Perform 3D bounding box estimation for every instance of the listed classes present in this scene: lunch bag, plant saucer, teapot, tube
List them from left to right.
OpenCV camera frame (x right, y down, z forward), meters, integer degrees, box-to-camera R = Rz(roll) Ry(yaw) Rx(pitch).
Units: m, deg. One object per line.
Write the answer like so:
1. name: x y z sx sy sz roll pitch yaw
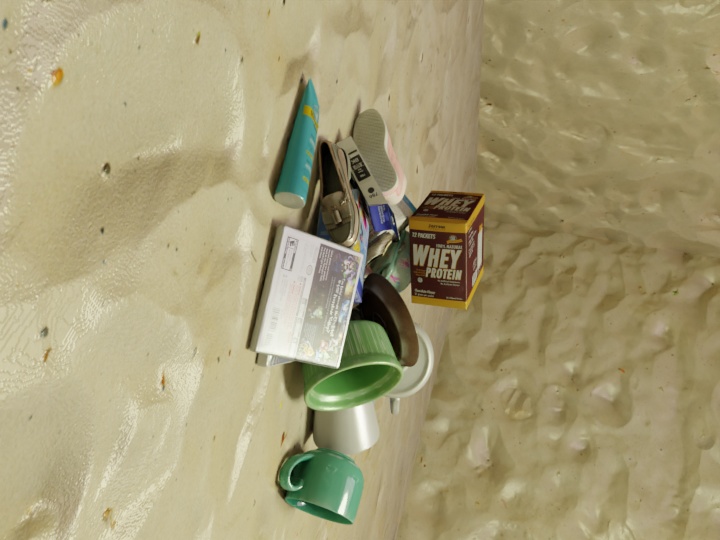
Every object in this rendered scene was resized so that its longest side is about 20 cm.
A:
1. tube: -0.093 -0.201 1.071 0.078 0.049 0.205 83 16 -68
2. plant saucer: 0.049 0.105 1.341 0.032 0.200 0.204 -24 136 -22
3. lunch bag: 0.071 0.002 1.615 0.200 0.076 0.163 -49 -166 53
4. teapot: 0.083 0.207 1.602 0.200 0.197 0.146 -45 179 -1

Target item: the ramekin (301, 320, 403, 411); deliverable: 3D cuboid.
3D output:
1. ramekin: -0.023 0.181 1.284 0.201 0.195 0.100 73 -1 -59

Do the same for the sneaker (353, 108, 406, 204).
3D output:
1. sneaker: 0.042 -0.228 1.392 0.105 0.074 0.205 44 28 -64

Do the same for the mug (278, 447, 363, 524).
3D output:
1. mug: -0.070 0.424 1.346 0.187 0.148 0.117 77 29 -58

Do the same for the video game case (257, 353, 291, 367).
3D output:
1. video game case: -0.120 0.059 1.167 0.182 0.022 0.206 11 89 -75

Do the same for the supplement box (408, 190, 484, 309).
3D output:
1. supplement box: 0.201 -0.053 1.531 0.198 0.129 0.205 -49 140 -57

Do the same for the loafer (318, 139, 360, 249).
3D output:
1. loafer: -0.048 -0.136 1.186 0.063 0.070 0.205 34 43 -57

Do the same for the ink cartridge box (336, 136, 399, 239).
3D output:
1. ink cartridge box: 0.014 -0.152 1.290 0.203 0.038 0.100 62 -5 28

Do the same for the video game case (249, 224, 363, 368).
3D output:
1. video game case: -0.084 0.048 1.105 0.179 0.023 0.206 18 82 -41

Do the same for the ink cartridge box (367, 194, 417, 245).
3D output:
1. ink cartridge box: 0.042 -0.101 1.464 0.116 0.067 0.199 -43 172 25

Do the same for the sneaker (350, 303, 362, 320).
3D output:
1. sneaker: -0.006 0.155 1.474 0.202 0.082 0.078 -97 166 -60

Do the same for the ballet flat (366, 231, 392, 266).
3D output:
1. ballet flat: 0.000 0.000 1.371 0.200 0.046 0.068 -45 170 -14

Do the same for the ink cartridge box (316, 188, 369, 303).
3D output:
1. ink cartridge box: -0.036 -0.031 1.263 0.137 0.074 0.205 69 25 -59

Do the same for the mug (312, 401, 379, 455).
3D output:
1. mug: -0.047 0.282 1.444 0.147 0.184 0.158 -19 114 -36

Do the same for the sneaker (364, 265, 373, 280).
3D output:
1. sneaker: 0.024 0.023 1.499 0.200 0.075 0.117 47 17 -54
